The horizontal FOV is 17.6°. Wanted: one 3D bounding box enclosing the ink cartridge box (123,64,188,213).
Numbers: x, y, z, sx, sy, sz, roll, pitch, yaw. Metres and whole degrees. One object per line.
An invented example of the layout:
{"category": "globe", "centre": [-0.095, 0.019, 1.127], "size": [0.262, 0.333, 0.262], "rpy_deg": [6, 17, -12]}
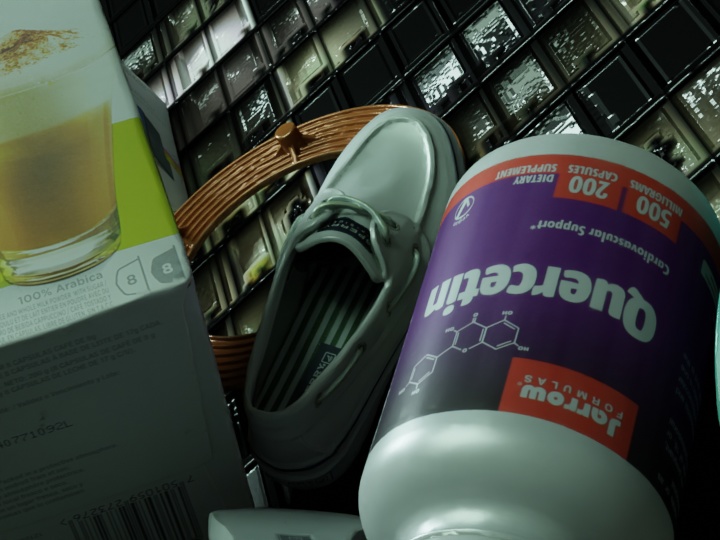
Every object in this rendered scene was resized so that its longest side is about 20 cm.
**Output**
{"category": "ink cartridge box", "centre": [-0.185, -0.041, 1.383], "size": [0.145, 0.088, 0.200], "rpy_deg": [-43, 24, 10]}

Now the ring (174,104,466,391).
{"category": "ring", "centre": [-0.038, -0.017, 1.159], "size": [0.200, 0.019, 0.201], "rpy_deg": [-23, 35, 17]}

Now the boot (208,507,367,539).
{"category": "boot", "centre": [-0.028, 0.148, 0.899], "size": [0.200, 0.073, 0.096], "rpy_deg": [-83, -3, -87]}

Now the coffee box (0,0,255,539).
{"category": "coffee box", "centre": [-0.172, 0.025, 1.010], "size": [0.199, 0.200, 0.198], "rpy_deg": [-18, 51, -5]}

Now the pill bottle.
{"category": "pill bottle", "centre": [0.066, 0.052, 0.843], "size": [0.112, 0.112, 0.200], "rpy_deg": [-24, 34, 39]}

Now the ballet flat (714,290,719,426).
{"category": "ballet flat", "centre": [0.167, -0.008, 0.833], "size": [0.065, 0.071, 0.200], "rpy_deg": [-15, 42, 26]}

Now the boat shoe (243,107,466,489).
{"category": "boat shoe", "centre": [0.000, 0.000, 1.046], "size": [0.073, 0.067, 0.200], "rpy_deg": [7, 60, 16]}
